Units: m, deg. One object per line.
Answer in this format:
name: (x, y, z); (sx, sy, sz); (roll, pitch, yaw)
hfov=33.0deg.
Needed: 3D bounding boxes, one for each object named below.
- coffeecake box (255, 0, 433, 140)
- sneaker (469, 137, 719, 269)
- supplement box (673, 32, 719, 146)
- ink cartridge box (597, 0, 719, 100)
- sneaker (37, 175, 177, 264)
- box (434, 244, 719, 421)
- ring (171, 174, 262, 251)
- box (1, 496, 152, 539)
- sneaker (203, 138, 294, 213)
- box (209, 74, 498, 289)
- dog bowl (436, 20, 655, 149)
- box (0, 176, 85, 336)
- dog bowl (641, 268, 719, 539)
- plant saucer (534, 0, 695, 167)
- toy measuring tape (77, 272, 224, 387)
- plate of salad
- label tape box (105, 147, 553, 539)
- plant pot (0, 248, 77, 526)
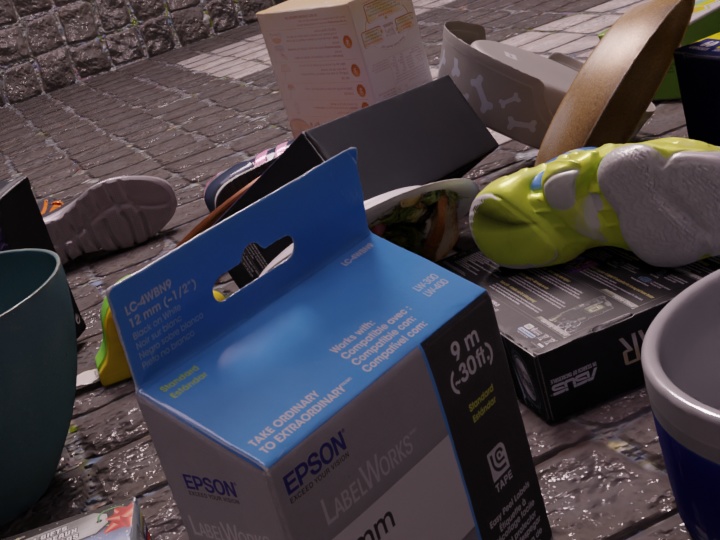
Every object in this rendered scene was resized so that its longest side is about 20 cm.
coffeecake box: (-0.002, -0.154, 1.118); (0.073, 0.202, 0.153); (-28, 22, -30)
sneaker: (0.166, -0.053, 0.744); (0.198, 0.076, 0.105); (-2, 23, 39)
supplement box: (0.356, -0.143, 0.920); (0.198, 0.111, 0.109); (-22, 19, -16)
ink cartridge box: (0.364, -0.230, 1.210); (0.147, 0.076, 0.199); (-31, 22, -35)
sneaker: (-0.297, -0.058, 1.296); (0.198, 0.078, 0.112); (-21, 20, -10)
box: (0.140, 0.014, 0.765); (0.159, 0.044, 0.200); (-21, 19, -13)
ring: (-0.085, -0.049, 1.056); (0.200, 0.019, 0.200); (-35, -6, -4)
box: (-0.198, 0.185, 0.579); (0.198, 0.040, 0.137); (-18, 20, -2)
sneaker: (-0.072, -0.108, 1.253); (0.198, 0.071, 0.082); (-22, 22, -20)
box: (-0.004, -0.063, 0.941); (0.141, 0.079, 0.199); (-37, -5, 40)
dog bowl: (0.156, -0.155, 1.071); (0.198, 0.059, 0.200); (19, 20, -7)
box: (-0.349, 0.020, 0.997); (0.198, 0.143, 0.079); (-13, 18, 13)
dog bowl: (0.227, 0.053, 0.524); (0.198, 0.080, 0.200); (-16, 18, 5)
plant saucer: (0.180, -0.121, 0.901); (0.035, 0.201, 0.200); (32, 38, 15)
toy measuring tape: (-0.198, 0.049, 0.918); (0.198, 0.074, 0.074); (-20, 19, -10)
plate of salad: (0.000, 0.000, 0.843); (0.199, 0.048, 0.200); (-28, -12, -6)
label tape box: (-0.001, 0.069, 0.484); (0.066, 0.202, 0.143); (3, 27, 41)
plant pot: (-0.259, 0.089, 0.757); (0.198, 0.136, 0.200); (-15, 18, 5)
